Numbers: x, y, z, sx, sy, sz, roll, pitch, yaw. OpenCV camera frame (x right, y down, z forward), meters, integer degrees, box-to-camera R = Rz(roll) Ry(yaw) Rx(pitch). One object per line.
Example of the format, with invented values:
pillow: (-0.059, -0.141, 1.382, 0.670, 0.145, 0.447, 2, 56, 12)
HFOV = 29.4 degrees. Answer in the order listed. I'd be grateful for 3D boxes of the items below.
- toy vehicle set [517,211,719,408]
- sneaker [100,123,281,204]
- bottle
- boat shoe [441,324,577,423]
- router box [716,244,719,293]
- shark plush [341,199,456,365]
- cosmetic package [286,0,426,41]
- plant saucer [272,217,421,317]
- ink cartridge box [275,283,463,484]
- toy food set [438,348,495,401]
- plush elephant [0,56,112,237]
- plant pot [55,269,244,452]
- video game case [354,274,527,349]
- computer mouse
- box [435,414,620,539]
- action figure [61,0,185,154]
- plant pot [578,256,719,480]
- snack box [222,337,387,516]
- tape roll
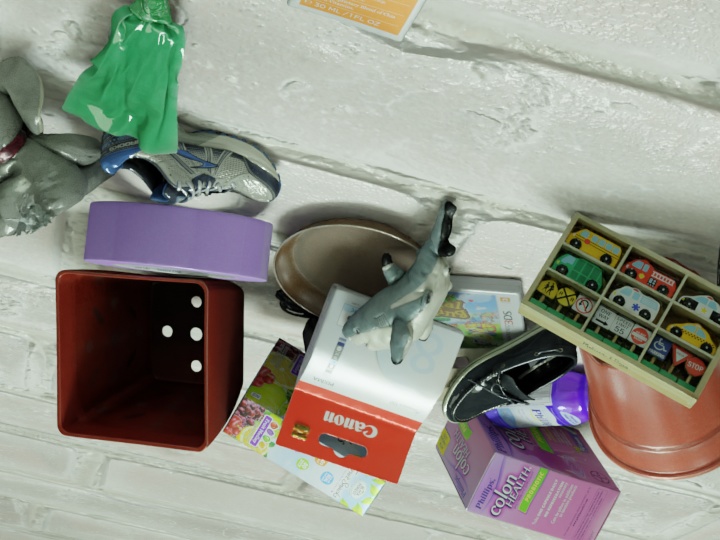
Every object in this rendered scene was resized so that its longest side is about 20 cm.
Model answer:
toy vehicle set: (0.277, 0.038, 1.399, 0.200, 0.124, 0.027, 29, 157, 11)
sneaker: (-0.178, -0.099, 1.405, 0.199, 0.085, 0.077, 20, 153, -20)
bottle: (0.264, 0.169, 1.814, 0.199, 0.065, 0.084, -7, 151, 32)
boat shoe: (0.183, 0.134, 1.686, 0.200, 0.062, 0.075, -35, 133, 19)
router box: (0.488, 0.022, 1.431, 0.150, 0.062, 0.200, -15, 145, 42)
shark plush: (0.049, 0.015, 1.482, 0.083, 0.091, 0.200, 34, 130, 12)
cosmetic package: (0.021, -0.261, 1.014, 0.101, 0.071, 0.200, 16, 153, -11)
plant saucer: (0.000, 0.000, 1.576, 0.199, 0.032, 0.200, 9, 145, 6)
ink cartridge box: (0.009, 0.135, 1.579, 0.160, 0.201, 0.047, 20, -178, -11)
toy food set: (0.085, 0.132, 1.792, 0.143, 0.061, 0.200, 0, 166, -17)
plush elephant: (-0.350, -0.120, 1.366, 0.164, 0.155, 0.200, -28, -167, 0)
plant pot: (-0.237, 0.093, 1.672, 0.199, 0.201, 0.176, 4, -172, 20)
video game case: (0.103, 0.053, 1.686, 0.199, 0.022, 0.182, 4, 154, 13)
computer mouse: (-0.030, 0.100, 1.672, 0.053, 0.200, 0.138, -41, 129, 23)
box: (0.229, 0.274, 1.904, 0.199, 0.097, 0.176, 19, -163, -18)
action figure: (-0.203, -0.192, 1.260, 0.118, 0.055, 0.200, 17, 147, -11)
plant pot: (0.330, 0.097, 1.520, 0.200, 0.201, 0.195, -2, 144, 23)
snack box: (-0.050, 0.190, 1.700, 0.200, 0.169, 0.068, 32, 116, -3)
tape roll: (-0.198, -0.030, 1.495, 0.199, 0.066, 0.200, 6, 176, 0)
